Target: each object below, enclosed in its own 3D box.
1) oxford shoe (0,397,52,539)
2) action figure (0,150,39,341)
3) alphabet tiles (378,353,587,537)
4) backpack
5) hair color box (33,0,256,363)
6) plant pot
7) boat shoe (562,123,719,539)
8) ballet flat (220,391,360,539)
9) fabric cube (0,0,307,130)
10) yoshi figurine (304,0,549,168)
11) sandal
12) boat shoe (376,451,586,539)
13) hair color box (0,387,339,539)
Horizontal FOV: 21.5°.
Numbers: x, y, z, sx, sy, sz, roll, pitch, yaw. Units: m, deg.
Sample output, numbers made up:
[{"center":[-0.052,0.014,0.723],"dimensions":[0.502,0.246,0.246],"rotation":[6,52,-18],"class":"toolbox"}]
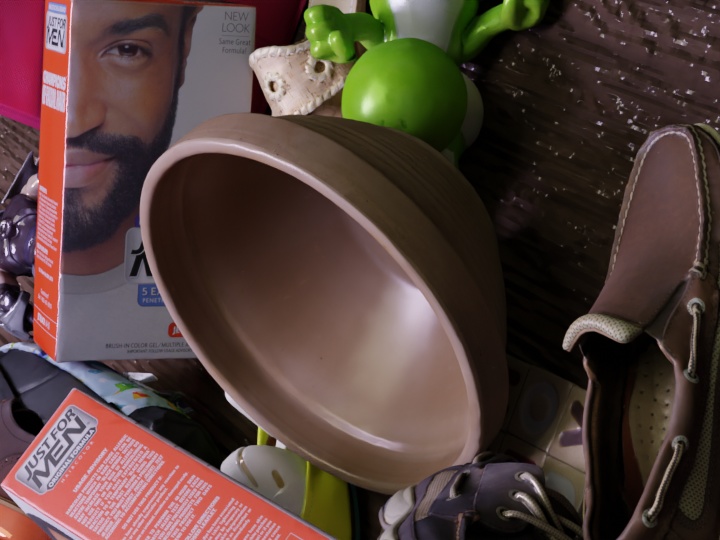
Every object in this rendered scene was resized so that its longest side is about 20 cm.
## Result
[{"center":[-0.200,0.104,1.013],"dimensions":[0.199,0.071,0.073],"rotation":[15,68,43],"class":"oxford shoe"},{"center":[-0.206,-0.013,1.281],"dimensions":[0.200,0.069,0.132],"rotation":[17,95,61],"class":"action figure"},{"center":[0.054,0.142,0.864],"dimensions":[0.167,0.007,0.202],"rotation":[23,94,58],"class":"alphabet tiles"},{"center":[-0.165,0.124,1.094],"dimensions":[0.199,0.153,0.165],"rotation":[23,98,36],"class":"backpack"},{"center":[-0.123,-0.053,1.076],"dimensions":[0.064,0.110,0.203],"rotation":[-158,69,-65],"class":"hair color box"},{"center":[0.000,0.000,0.887],"dimensions":[0.093,0.202,0.200],"rotation":[-42,18,-33],"class":"plant pot"},{"center":[0.120,0.027,0.761],"dimensions":[0.074,0.074,0.204],"rotation":[-27,52,47],"class":"boat shoe"},{"center":[-0.040,0.086,0.976],"dimensions":[0.067,0.067,0.202],"rotation":[-30,51,47],"class":"ballet flat"},{"center":[-0.167,-0.180,1.182],"dimensions":[0.196,0.198,0.202],"rotation":[22,91,56],"class":"fabric cube"},{"center":[0.030,-0.126,0.951],"dimensions":[0.112,0.111,0.202],"rotation":[-18,62,43],"class":"yoshi figurine"},{"center":[-0.032,-0.119,1.068],"dimensions":[0.077,0.069,0.214],"rotation":[-19,59,51],"class":"sandal"},{"center":[0.052,0.109,0.757],"dimensions":[0.073,0.075,0.200],"rotation":[-39,9,2],"class":"boat shoe"},{"center":[-0.058,0.137,0.855],"dimensions":[0.199,0.102,0.061],"rotation":[26,70,32],"class":"hair color box"}]
